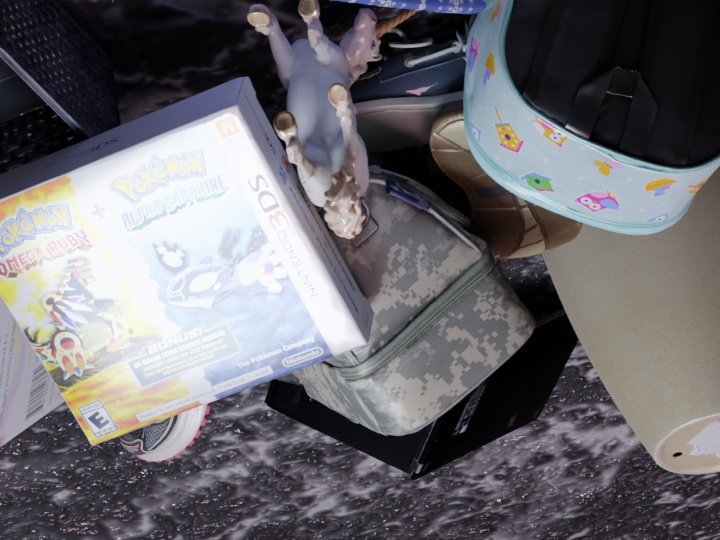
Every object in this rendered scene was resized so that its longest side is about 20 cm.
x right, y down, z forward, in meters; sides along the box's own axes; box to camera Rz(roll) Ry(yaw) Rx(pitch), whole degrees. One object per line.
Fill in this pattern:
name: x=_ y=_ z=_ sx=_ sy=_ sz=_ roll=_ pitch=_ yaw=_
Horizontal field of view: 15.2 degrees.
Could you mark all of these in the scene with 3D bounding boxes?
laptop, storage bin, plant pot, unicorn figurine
laptop: x=0.053 y=0.065 z=2.089 sx=0.200 sy=0.116 sz=0.187 roll=-24 pitch=156 yaw=-26
storage bin: x=-0.244 y=-0.111 z=1.650 sx=0.135 sy=0.094 sz=0.200 roll=-19 pitch=147 yaw=15
plant pot: x=0.236 y=0.037 z=1.932 sx=0.187 sy=0.200 sz=0.187 roll=-8 pitch=149 yaw=-5
unicorn figurine: x=-0.020 y=-0.109 z=1.633 sx=0.074 sy=0.200 sz=0.137 roll=-1 pitch=155 yaw=16

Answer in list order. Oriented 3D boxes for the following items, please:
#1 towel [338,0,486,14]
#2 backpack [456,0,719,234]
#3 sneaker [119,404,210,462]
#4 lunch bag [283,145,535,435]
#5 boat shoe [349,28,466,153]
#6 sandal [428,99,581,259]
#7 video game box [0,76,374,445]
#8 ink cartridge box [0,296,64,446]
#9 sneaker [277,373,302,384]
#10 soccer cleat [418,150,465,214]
towel: x=-0.044 y=-0.177 z=1.588 sx=0.200 sy=0.024 sz=0.145 roll=4 pitch=-170 yaw=-24
backpack: x=0.145 y=-0.121 z=1.612 sx=0.176 sy=0.200 sz=0.153 roll=21 pitch=140 yaw=-11
sneaker: x=-0.144 y=0.066 z=1.990 sx=0.075 sy=0.081 sz=0.200 roll=9 pitch=138 yaw=-18
lunch bag: x=0.000 y=0.000 z=1.777 sx=0.139 sy=0.200 sz=0.168 roll=-41 pitch=110 yaw=-10
boat shoe: x=0.050 y=-0.125 z=1.741 sx=0.200 sy=0.062 sz=0.075 roll=-13 pitch=161 yaw=17
sandal: x=0.095 y=-0.066 z=1.769 sx=0.080 sy=0.054 sz=0.200 roll=-8 pitch=150 yaw=16
video game box: x=-0.119 y=-0.003 z=1.651 sx=0.200 sy=0.047 sz=0.182 roll=-21 pitch=113 yaw=17
ink cartridge box: x=-0.261 y=0.045 z=1.763 sx=0.200 sy=0.086 sz=0.148 roll=-35 pitch=145 yaw=-52
sneaker: x=-0.022 y=0.069 z=1.975 sx=0.200 sy=0.074 sz=0.081 roll=-11 pitch=111 yaw=42
soccer cleat: x=0.092 y=-0.068 z=1.850 sx=0.081 sy=0.068 sz=0.200 roll=22 pitch=139 yaw=-33
